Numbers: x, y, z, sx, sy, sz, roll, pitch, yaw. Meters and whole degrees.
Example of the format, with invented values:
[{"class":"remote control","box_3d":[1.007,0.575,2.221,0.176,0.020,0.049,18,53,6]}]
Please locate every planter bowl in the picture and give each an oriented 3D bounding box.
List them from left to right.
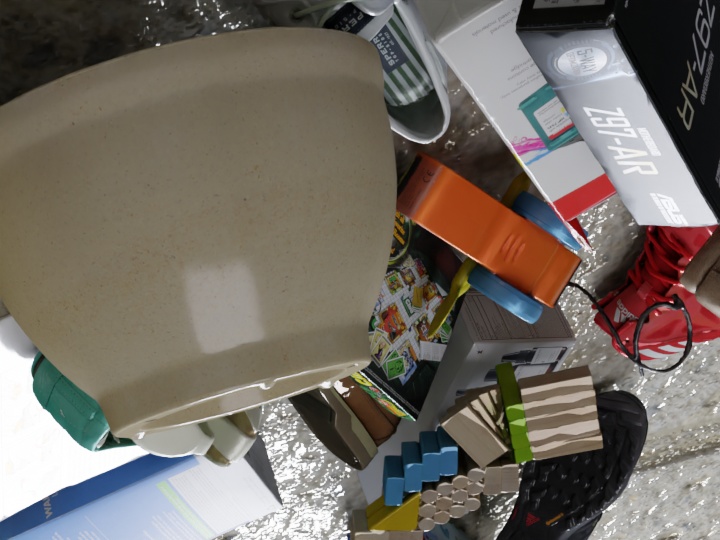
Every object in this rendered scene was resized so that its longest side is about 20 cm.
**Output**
[{"class":"planter bowl","box_3d":[-0.069,-0.005,0.641,0.198,0.136,0.200,-16,171,-3]}]

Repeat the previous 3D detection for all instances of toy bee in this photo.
[{"class":"toy bee","box_3d":[0.087,-0.006,0.861,0.131,0.109,0.201,-39,114,-6]}]

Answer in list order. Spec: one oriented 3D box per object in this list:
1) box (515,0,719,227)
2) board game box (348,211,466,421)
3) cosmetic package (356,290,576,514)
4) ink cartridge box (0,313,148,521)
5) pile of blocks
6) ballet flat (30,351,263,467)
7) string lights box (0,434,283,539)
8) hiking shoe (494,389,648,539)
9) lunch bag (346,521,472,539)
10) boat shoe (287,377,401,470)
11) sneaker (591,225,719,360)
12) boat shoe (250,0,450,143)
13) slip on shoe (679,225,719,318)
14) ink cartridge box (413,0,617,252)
[{"class":"box","box_3d":[0.138,-0.145,0.647,0.043,0.202,0.160,3,154,32]},{"class":"board game box","box_3d":[0.000,0.000,0.832,0.200,0.023,0.106,45,65,-49]},{"class":"cosmetic package","box_3d":[0.070,0.098,1.011,0.082,0.051,0.201,0,137,-24]},{"class":"ink cartridge box","box_3d":[-0.162,0.055,0.801,0.175,0.045,0.201,-22,149,-28]},{"class":"pile of blocks","box_3d":[0.065,0.110,0.942,0.199,0.062,0.082,-34,118,14]},{"class":"ballet flat","box_3d":[-0.096,0.077,0.791,0.067,0.070,0.199,-49,153,15]},{"class":"string lights box","box_3d":[-0.163,0.154,0.961,0.198,0.059,0.103,-24,142,3]},{"class":"hiking shoe","box_3d":[0.160,0.170,1.133,0.201,0.075,0.101,-59,169,18]},{"class":"lunch bag","box_3d":[0.070,0.284,1.141,0.082,0.162,0.200,-30,142,13]},{"class":"boat shoe","box_3d":[-0.023,0.041,0.894,0.068,0.072,0.201,-47,144,-18]},{"class":"sneaker","box_3d":[0.201,0.005,0.941,0.115,0.079,0.200,-30,140,9]},{"class":"boat shoe","box_3d":[-0.008,-0.132,0.688,0.073,0.067,0.200,-36,140,18]},{"class":"slip on shoe","box_3d":[0.243,-0.056,0.837,0.060,0.201,0.076,25,160,8]},{"class":"ink cartridge box","box_3d":[0.087,-0.109,0.719,0.067,0.117,0.200,-29,142,13]}]
